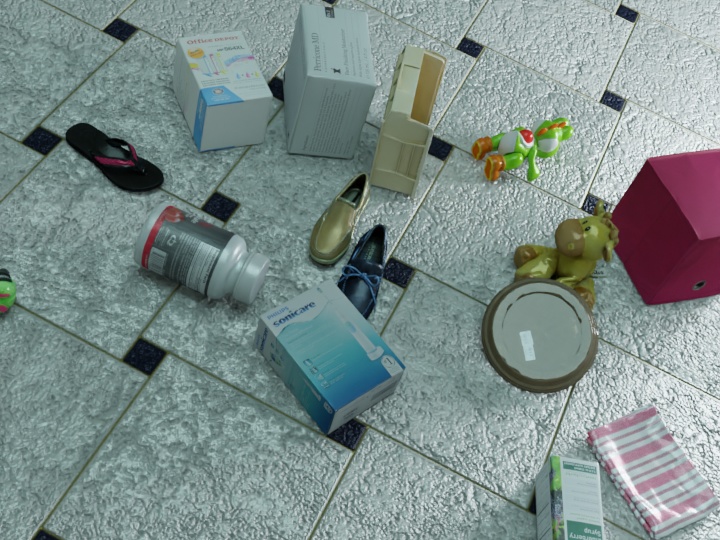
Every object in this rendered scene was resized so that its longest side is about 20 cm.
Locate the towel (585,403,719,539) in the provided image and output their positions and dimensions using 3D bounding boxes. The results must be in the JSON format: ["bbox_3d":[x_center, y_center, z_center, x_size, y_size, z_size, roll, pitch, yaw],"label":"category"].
[{"bbox_3d":[0.473,0.322,1.614,0.146,0.030,0.200,-18,61,-26],"label":"towel"}]

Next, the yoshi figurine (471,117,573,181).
[{"bbox_3d":[0.324,-0.240,1.972,0.199,0.113,0.112,-21,20,-13],"label":"yoshi figurine"}]

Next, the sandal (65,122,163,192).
[{"bbox_3d":[-0.431,-0.202,1.736,0.200,0.045,0.075,34,52,10],"label":"sandal"}]

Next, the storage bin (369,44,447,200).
[{"bbox_3d":[0.088,-0.277,1.847,0.093,0.199,0.200,14,51,-1],"label":"storage bin"}]

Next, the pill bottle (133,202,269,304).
[{"bbox_3d":[-0.253,-0.022,1.610,0.200,0.111,0.111,24,51,2],"label":"pill bottle"}]

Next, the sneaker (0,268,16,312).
[{"bbox_3d":[-0.622,0.027,1.502,0.199,0.077,0.084,3,36,-18],"label":"sneaker"}]

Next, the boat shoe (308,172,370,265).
[{"bbox_3d":[-0.035,-0.098,1.752,0.071,0.076,0.200,22,51,1],"label":"boat shoe"}]

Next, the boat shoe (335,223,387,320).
[{"bbox_3d":[0.000,0.000,1.693,0.084,0.069,0.200,14,52,-6],"label":"boat shoe"}]

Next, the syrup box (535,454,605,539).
[{"bbox_3d":[0.312,0.386,1.485,0.078,0.082,0.200,11,50,-7],"label":"syrup box"}]

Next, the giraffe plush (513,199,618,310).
[{"bbox_3d":[0.386,-0.029,1.767,0.200,0.162,0.173,-17,60,-26],"label":"giraffe plush"}]

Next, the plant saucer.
[{"bbox_3d":[0.304,0.106,1.680,0.199,0.029,0.201,0,74,-1],"label":"plant saucer"}]

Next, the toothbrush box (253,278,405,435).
[{"bbox_3d":[-0.051,0.132,1.568,0.146,0.085,0.200,-29,67,-31],"label":"toothbrush box"}]

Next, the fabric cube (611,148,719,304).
[{"bbox_3d":[0.607,-0.081,1.848,0.196,0.200,0.200,-8,56,-23],"label":"fabric cube"}]

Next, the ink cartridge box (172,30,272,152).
[{"bbox_3d":[-0.262,-0.339,1.838,0.128,0.125,0.200,-13,59,-24],"label":"ink cartridge box"}]

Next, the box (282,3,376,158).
[{"bbox_3d":[-0.062,-0.350,1.855,0.130,0.200,0.199,4,53,-14],"label":"box"}]
